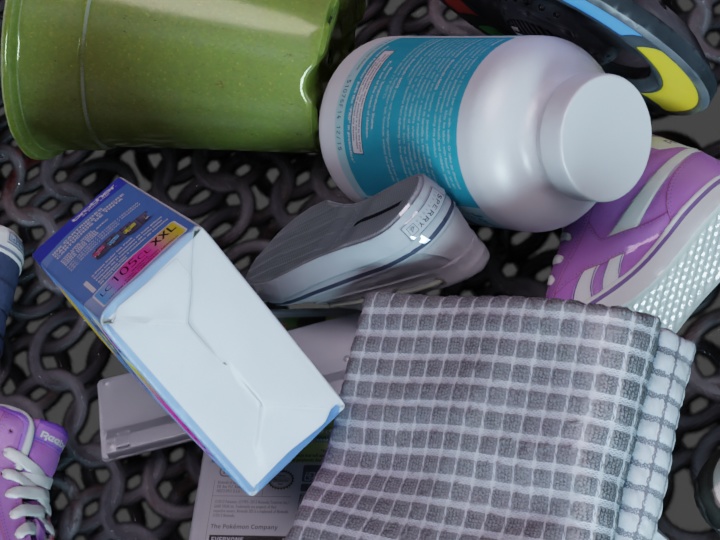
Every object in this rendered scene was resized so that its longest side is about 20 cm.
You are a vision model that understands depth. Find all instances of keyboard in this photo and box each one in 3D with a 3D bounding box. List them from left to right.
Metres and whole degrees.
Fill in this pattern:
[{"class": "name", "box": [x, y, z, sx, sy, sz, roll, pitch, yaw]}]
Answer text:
[{"class": "keyboard", "box": [-0.067, 0.068, 1.134, 0.200, 0.011, 0.056, -15, 54, 12]}]

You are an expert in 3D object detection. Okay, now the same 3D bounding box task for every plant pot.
[{"class": "plant pot", "box": [-0.101, -0.151, 1.196, 0.190, 0.200, 0.200, 12, 68, 10]}]

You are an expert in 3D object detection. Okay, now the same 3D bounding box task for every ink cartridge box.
[{"class": "ink cartridge box", "box": [-0.104, 0.029, 1.053, 0.076, 0.137, 0.200, -41, 23, -7]}]

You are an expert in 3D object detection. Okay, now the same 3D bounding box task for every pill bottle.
[{"class": "pill bottle", "box": [0.073, -0.081, 1.084, 0.200, 0.111, 0.111, 9, 64, 53]}]

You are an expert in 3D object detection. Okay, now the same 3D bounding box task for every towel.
[{"class": "towel", "box": [0.062, 0.096, 0.982, 0.200, 0.086, 0.166, 2, 75, 40]}]

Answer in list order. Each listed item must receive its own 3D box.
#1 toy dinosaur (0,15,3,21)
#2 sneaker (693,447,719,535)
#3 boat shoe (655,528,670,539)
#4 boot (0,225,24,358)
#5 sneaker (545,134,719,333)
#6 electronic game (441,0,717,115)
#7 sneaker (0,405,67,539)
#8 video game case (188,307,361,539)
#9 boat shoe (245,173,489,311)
[{"class": "toy dinosaur", "box": [-0.301, -0.159, 1.275, 0.102, 0.136, 0.200, -8, 103, -2]}, {"class": "sneaker", "box": [0.271, 0.090, 0.988, 0.200, 0.079, 0.074, -18, 61, 11]}, {"class": "boat shoe", "box": [0.158, 0.199, 0.981, 0.086, 0.075, 0.202, -42, 68, -1]}, {"class": "boot", "box": [-0.322, 0.021, 1.230, 0.200, 0.073, 0.091, -5, 57, 16]}, {"class": "sneaker", "box": [0.132, 0.003, 1.093, 0.200, 0.073, 0.114, -43, 50, -12]}, {"class": "electronic game", "box": [0.116, -0.145, 1.092, 0.200, 0.200, 0.042, 26, 85, 28]}, {"class": "sneaker", "box": [-0.205, 0.149, 1.119, 0.114, 0.073, 0.200, -44, 59, -10]}, {"class": "video game case", "box": [0.002, 0.107, 1.106, 0.200, 0.022, 0.183, -2, 63, 19]}, {"class": "boat shoe", "box": [0.000, 0.000, 1.105, 0.074, 0.067, 0.200, -54, 18, -23]}]
